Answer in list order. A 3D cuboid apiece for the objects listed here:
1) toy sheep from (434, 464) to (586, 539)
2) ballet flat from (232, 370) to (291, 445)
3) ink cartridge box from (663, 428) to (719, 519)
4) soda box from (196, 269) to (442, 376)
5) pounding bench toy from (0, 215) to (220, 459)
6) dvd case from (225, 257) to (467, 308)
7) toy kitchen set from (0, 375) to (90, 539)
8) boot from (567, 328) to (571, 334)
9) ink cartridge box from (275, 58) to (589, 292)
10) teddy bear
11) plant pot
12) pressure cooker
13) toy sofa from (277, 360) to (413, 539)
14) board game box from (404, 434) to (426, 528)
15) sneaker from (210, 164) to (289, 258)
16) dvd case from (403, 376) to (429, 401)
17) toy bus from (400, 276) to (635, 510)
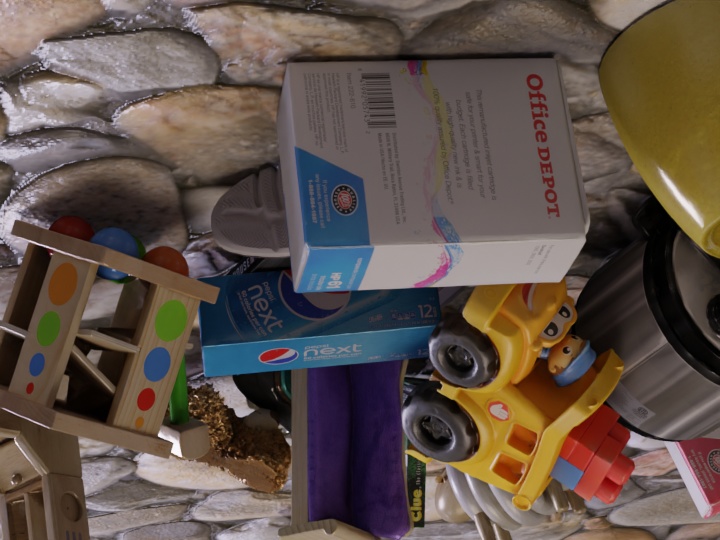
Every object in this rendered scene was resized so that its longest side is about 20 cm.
[{"bbox_3d":[0.162,0.204,1.997,0.199,0.139,0.138,-28,150,17],"label":"toy sheep"},{"bbox_3d":[-0.063,0.129,1.863,0.068,0.069,0.200,-6,147,23],"label":"ballet flat"},{"bbox_3d":[0.374,0.118,1.784,0.198,0.147,0.085,-25,162,-2],"label":"ink cartridge box"},{"bbox_3d":[-0.035,0.039,1.605,0.198,0.065,0.068,-5,155,-5],"label":"soda box"},{"bbox_3d":[-0.183,0.054,1.531,0.124,0.158,0.199,15,176,43],"label":"pounding bench toy"},{"bbox_3d":[0.000,0.000,1.637,0.198,0.025,0.150,7,152,-29],"label":"dvd case"},{"bbox_3d":[-0.318,0.182,1.756,0.162,0.182,0.199,-24,155,31],"label":"toy kitchen set"},{"bbox_3d":[0.222,0.052,1.777,0.198,0.070,0.132,-7,155,-27],"label":"boot"},{"bbox_3d":[0.048,-0.067,1.358,0.198,0.146,0.085,-2,155,-9],"label":"ink cartridge box"},{"bbox_3d":[-0.151,0.137,1.800,0.198,0.067,0.146,13,149,24],"label":"teddy bear"},{"bbox_3d":[0.278,-0.092,1.371,0.198,0.143,0.200,-6,156,-3],"label":"plant pot"},{"bbox_3d":[0.291,0.036,1.609,0.174,0.180,0.200,7,153,-22],"label":"pressure cooker"},{"bbox_3d":[-0.015,0.149,1.745,0.097,0.202,0.083,-13,155,29],"label":"toy sofa"},{"bbox_3d":[0.031,0.185,1.864,0.023,0.106,0.200,4,177,-12],"label":"board game box"},{"bbox_3d":[-0.011,-0.034,1.497,0.198,0.078,0.112,-10,154,7],"label":"sneaker"},{"bbox_3d":[0.114,0.121,1.819,0.144,0.022,0.200,5,-178,-18],"label":"dvd case"},{"bbox_3d":[0.149,0.099,1.586,0.191,0.136,0.201,31,136,14],"label":"toy bus"}]
